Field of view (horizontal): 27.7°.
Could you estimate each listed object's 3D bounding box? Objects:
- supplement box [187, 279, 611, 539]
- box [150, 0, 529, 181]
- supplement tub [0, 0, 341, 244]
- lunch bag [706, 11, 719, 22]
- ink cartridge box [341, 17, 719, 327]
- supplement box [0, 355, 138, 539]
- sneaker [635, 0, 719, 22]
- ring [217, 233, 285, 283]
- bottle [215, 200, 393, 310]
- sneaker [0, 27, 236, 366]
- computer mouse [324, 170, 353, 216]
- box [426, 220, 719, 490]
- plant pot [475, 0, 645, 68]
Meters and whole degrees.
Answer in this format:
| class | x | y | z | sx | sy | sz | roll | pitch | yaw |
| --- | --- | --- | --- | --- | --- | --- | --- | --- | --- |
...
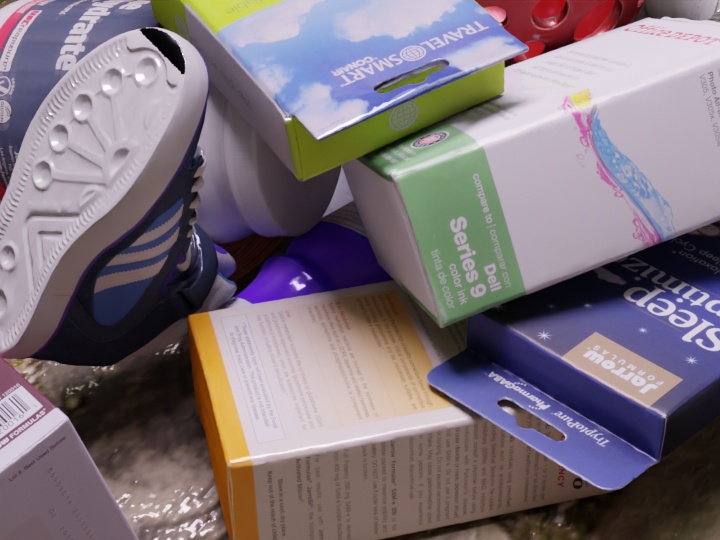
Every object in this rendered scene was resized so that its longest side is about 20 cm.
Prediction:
| class | x | y | z | sx | sy | sz | roll | pitch | yaw |
| --- | --- | --- | --- | --- | --- | --- | --- | --- | --- |
| supplement box | 0.020 | 0.069 | 0.758 | 0.199 | 0.074 | 0.126 | -9 | 35 | -11 |
| box | -0.017 | -0.124 | 0.746 | 0.122 | 0.048 | 0.200 | -25 | 47 | -17 |
| supplement tub | -0.123 | -0.090 | 0.868 | 0.199 | 0.141 | 0.140 | 6 | 35 | 23 |
| lunch bag | 0.248 | -0.069 | 0.884 | 0.167 | 0.140 | 0.200 | -22 | 35 | -12 |
| ink cartridge box | 0.102 | -0.058 | 0.753 | 0.199 | 0.088 | 0.145 | -22 | 16 | -7 |
| supplement box | -0.200 | 0.078 | 0.729 | 0.061 | 0.109 | 0.200 | -38 | 45 | -21 |
| sneaker | 0.245 | -0.164 | 0.986 | 0.080 | 0.200 | 0.077 | 14 | 81 | 37 |
| ring | -0.131 | -0.046 | 0.947 | 0.200 | 0.019 | 0.201 | -6 | 51 | 7 |
| bottle | 0.000 | 0.000 | 0.869 | 0.200 | 0.065 | 0.083 | -31 | 38 | -34 |
| sneaker | -0.107 | -0.033 | 0.764 | 0.081 | 0.200 | 0.146 | 46 | 23 | 26 |
| computer mouse | -0.096 | -0.076 | 1.008 | 0.199 | 0.044 | 0.110 | 8 | 35 | 17 |
| box | 0.141 | 0.027 | 0.724 | 0.200 | 0.032 | 0.121 | -29 | 44 | -35 |
| plant pot | 0.076 | -0.182 | 0.895 | 0.200 | 0.183 | 0.201 | 7 | 44 | -7 |
